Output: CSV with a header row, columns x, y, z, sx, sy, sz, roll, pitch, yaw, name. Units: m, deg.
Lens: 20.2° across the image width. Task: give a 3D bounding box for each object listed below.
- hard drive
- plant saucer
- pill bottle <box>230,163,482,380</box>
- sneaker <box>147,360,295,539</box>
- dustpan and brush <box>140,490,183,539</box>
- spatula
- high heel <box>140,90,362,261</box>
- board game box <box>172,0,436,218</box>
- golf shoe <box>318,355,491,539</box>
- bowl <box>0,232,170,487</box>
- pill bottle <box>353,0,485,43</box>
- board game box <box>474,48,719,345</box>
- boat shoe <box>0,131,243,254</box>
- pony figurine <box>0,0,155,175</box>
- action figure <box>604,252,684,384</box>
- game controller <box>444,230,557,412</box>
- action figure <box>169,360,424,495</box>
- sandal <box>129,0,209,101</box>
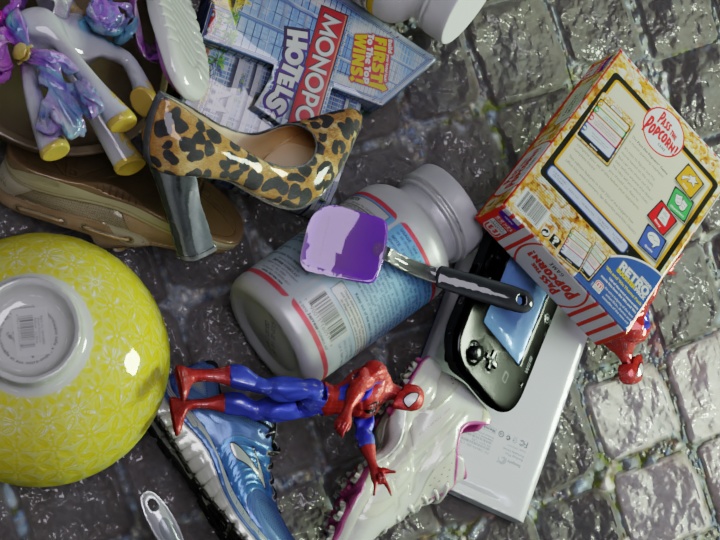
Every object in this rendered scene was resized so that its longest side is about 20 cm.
x,y,z,sx,sy,sz,roll,pitch,yaw,name
0.111,0.095,1.713,0.131,0.025,0.201,25,75,-14,hard drive
-0.248,-0.174,1.595,0.199,0.029,0.201,13,58,-22,plant saucer
0.000,0.000,1.643,0.199,0.109,0.109,-35,94,-21,pill bottle
-0.090,0.159,1.606,0.089,0.079,0.201,-33,94,-18,sneaker
-0.125,0.262,1.587,0.139,0.057,0.201,-31,93,-20,dustpan and brush
0.049,-0.001,1.593,0.199,0.021,0.057,18,77,-21,spatula
-0.079,-0.112,1.554,0.200,0.071,0.143,-36,134,-27,high heel
-0.047,-0.155,1.675,0.199,0.062,0.201,18,76,-15,board game box
0.035,0.170,1.625,0.091,0.075,0.201,31,77,-7,golf shoe
-0.245,0.056,1.522,0.198,0.108,0.202,1,75,-3,bowl
0.013,-0.277,1.656,0.199,0.113,0.113,36,71,11,pill bottle
0.207,-0.063,1.679,0.152,0.046,0.200,46,59,-11,board game box
-0.192,-0.053,1.610,0.199,0.065,0.072,20,41,-11,boat shoe
-0.241,-0.177,1.508,0.166,0.193,0.201,-35,72,21,pony figurine
0.240,0.000,1.751,0.051,0.065,0.202,13,76,-22,action figure
0.129,0.015,1.674,0.104,0.042,0.201,42,59,-32,game controller
-0.040,0.119,1.554,0.198,0.066,0.099,-3,49,-17,action figure
-0.163,-0.201,1.601,0.050,0.083,0.204,-27,48,12,sandal
